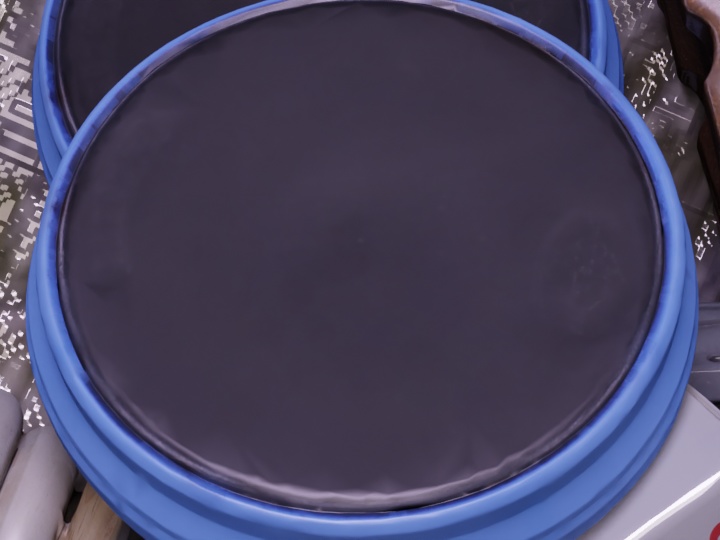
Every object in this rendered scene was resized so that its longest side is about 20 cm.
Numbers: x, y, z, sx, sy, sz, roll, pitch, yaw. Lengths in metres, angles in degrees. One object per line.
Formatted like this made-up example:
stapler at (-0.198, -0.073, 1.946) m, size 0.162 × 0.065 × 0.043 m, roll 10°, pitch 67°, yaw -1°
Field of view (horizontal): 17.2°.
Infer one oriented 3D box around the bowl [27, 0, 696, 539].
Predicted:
bowl at (0.000, 0.000, 0.706) m, size 0.201 × 0.039 × 0.201 m, roll -1°, pitch 58°, yaw 1°

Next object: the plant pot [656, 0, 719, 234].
plant pot at (0.200, -0.087, 0.763) m, size 0.198 × 0.200 × 0.200 m, roll -14°, pitch 83°, yaw 6°

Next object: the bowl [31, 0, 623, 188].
bowl at (-0.012, -0.070, 0.796) m, size 0.201 × 0.039 × 0.201 m, roll -1°, pitch 64°, yaw 3°

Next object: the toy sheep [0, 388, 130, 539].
toy sheep at (-0.142, 0.092, 0.762) m, size 0.200 × 0.138 × 0.138 m, roll 22°, pitch 83°, yaw -1°

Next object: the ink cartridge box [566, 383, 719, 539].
ink cartridge box at (0.050, 0.139, 0.747) m, size 0.200 × 0.083 × 0.146 m, roll -35°, pitch 125°, yaw -5°

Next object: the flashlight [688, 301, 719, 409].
flashlight at (0.036, 0.040, 0.805) m, size 0.200 × 0.068 × 0.068 m, roll -4°, pitch 49°, yaw -5°
